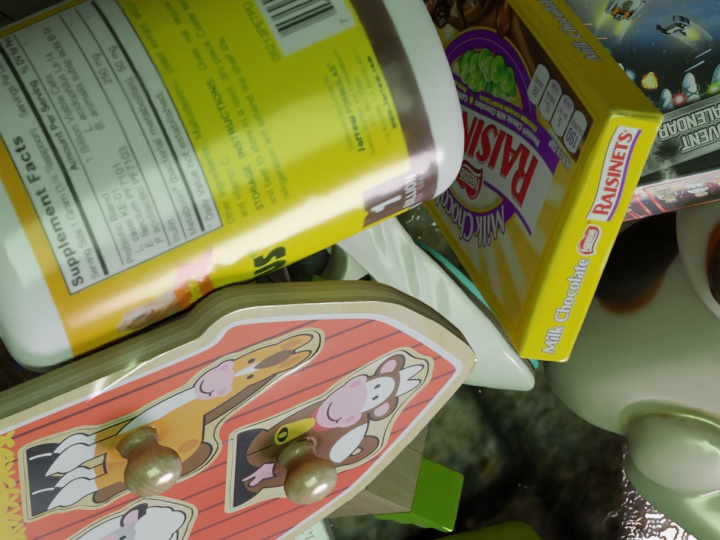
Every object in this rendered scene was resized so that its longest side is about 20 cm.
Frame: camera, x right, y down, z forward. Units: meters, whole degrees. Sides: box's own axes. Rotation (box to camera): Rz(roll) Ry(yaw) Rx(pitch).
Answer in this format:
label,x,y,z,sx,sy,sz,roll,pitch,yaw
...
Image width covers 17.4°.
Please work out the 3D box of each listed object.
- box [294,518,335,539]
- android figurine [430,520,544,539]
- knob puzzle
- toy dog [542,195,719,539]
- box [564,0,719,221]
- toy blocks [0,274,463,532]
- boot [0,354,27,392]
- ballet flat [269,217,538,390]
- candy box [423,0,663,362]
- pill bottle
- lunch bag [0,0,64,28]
label,x,y,z,sx,sy,sz,roll,pitch,yaw
box,-0.016,0.171,1.092,0.039,0.041,0.201,-19,114,-1
android figurine,0.061,0.205,1.181,0.199,0.041,0.183,-11,125,-14
knob puzzle,-0.044,0.071,0.827,0.219,0.031,0.220,-23,151,-14
toy dog,0.166,0.000,1.004,0.194,0.140,0.200,32,149,0
box,0.162,-0.103,0.907,0.199,0.137,0.040,-13,160,19
toy blocks,-0.073,0.056,0.971,0.200,0.137,0.100,27,66,-35
boot,-0.142,0.106,0.930,0.077,0.200,0.155,-54,126,-25
ballet flat,0.000,0.000,0.995,0.069,0.069,0.200,-38,123,4
candy box,0.049,-0.062,0.892,0.026,0.200,0.102,3,120,-23
pill bottle,-0.074,-0.038,0.768,0.200,0.109,0.109,-24,129,-10
lunch bag,-0.115,-0.129,0.832,0.164,0.118,0.200,33,98,-39
